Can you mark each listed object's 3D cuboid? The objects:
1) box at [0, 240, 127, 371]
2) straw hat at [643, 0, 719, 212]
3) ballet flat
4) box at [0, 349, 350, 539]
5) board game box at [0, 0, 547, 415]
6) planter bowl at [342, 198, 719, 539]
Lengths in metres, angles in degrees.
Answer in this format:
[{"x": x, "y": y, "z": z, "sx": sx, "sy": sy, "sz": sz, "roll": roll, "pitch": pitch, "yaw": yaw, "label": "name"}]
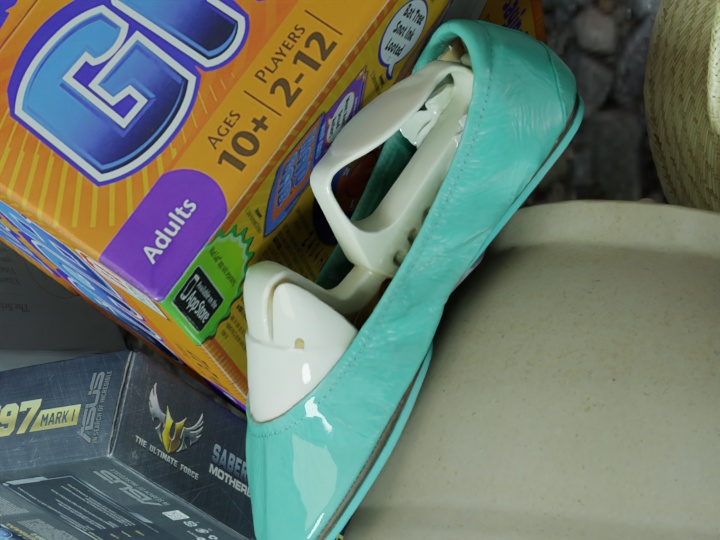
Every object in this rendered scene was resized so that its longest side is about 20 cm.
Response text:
[{"x": -0.230, "y": -0.019, "z": 1.033, "sx": 0.106, "sy": 0.152, "sz": 0.201, "roll": -36, "pitch": 67, "yaw": 29, "label": "box"}, {"x": 0.169, "y": -0.082, "z": 0.778, "sx": 0.200, "sy": 0.085, "sz": 0.202, "roll": -2, "pitch": 86, "yaw": 36, "label": "straw hat"}, {"x": 0.000, "y": 0.000, "z": 0.722, "sx": 0.200, "sy": 0.070, "sz": 0.067, "roll": -59, "pitch": 25, "yaw": -7, "label": "ballet flat"}, {"x": -0.093, "y": 0.104, "z": 0.894, "sx": 0.157, "sy": 0.200, "sz": 0.051, "roll": -12, "pitch": 54, "yaw": 36, "label": "box"}, {"x": -0.070, "y": -0.094, "z": 0.805, "sx": 0.200, "sy": 0.200, "sz": 0.200, "roll": 34, "pitch": 81, "yaw": 16, "label": "board game box"}, {"x": 0.099, "y": 0.052, "z": 0.764, "sx": 0.200, "sy": 0.200, "sz": 0.135, "roll": 0, "pitch": 77, "yaw": 37, "label": "planter bowl"}]
